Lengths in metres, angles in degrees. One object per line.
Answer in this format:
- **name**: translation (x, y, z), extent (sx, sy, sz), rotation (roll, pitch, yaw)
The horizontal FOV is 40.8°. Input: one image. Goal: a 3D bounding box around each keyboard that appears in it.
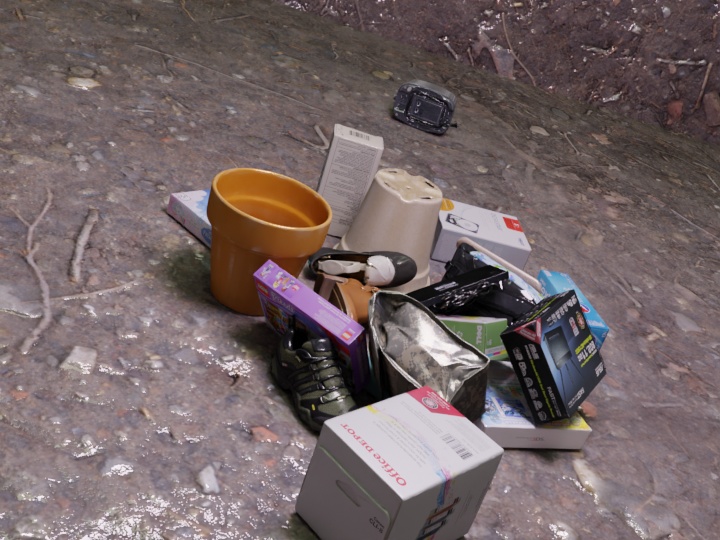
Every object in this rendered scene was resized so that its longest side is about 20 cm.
- **keyboard**: translation (0.147, 0.044, 1.570), extent (0.197, 0.040, 0.104), rotation (-19, 15, -12)

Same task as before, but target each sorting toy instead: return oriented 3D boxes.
- **sorting toy**: translation (0.266, 0.028, 1.798), extent (0.184, 0.037, 0.200), rotation (33, -9, 26)

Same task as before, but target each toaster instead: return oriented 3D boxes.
- **toaster**: translation (0.190, -0.457, 2.684), extent (0.197, 0.115, 0.129), rotation (20, 24, 5)

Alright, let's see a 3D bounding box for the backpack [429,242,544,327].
- **backpack**: translation (0.236, 0.069, 1.660), extent (0.153, 0.165, 0.199), rotation (24, 2, -44)

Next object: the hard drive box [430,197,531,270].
- **hard drive box**: translation (0.239, -0.069, 2.023), extent (0.197, 0.078, 0.157), rotation (13, 27, -13)

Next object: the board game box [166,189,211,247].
- **board game box**: translation (-0.219, -0.089, 1.784), extent (0.198, 0.044, 0.199), rotation (36, 31, 31)

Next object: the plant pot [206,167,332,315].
- **plant pot**: translation (-0.164, -0.038, 1.566), extent (0.197, 0.185, 0.201), rotation (16, 26, -8)

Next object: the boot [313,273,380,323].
- **boot**: translation (0.013, 0.065, 1.603), extent (0.153, 0.075, 0.200), rotation (16, 19, -19)

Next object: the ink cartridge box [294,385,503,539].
- **ink cartridge box**: translation (0.046, 0.259, 1.190), extent (0.198, 0.146, 0.145), rotation (-10, 39, -45)

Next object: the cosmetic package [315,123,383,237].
- **cosmetic package**: translation (-0.030, -0.171, 1.892), extent (0.104, 0.202, 0.071), rotation (16, 25, -7)

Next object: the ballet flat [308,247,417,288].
- **ballet flat**: translation (0.000, 0.000, 1.711), extent (0.197, 0.069, 0.068), rotation (3, 12, 11)

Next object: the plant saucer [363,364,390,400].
- **plant saucer**: translation (0.015, 0.159, 1.505), extent (0.199, 0.019, 0.070), rotation (34, 30, 25)

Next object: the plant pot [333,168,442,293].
- **plant pot**: translation (0.064, -0.080, 1.803), extent (0.198, 0.186, 0.201), rotation (15, 26, -8)

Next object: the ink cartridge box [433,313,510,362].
- **ink cartridge box**: translation (0.175, 0.106, 1.557), extent (0.197, 0.060, 0.103), rotation (4, 2, 29)

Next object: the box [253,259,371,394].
- **box**: translation (-0.071, 0.085, 1.453), extent (0.199, 0.138, 0.039), rotation (35, 63, 27)

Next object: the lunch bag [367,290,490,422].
- **lunch bag**: translation (0.079, 0.137, 1.385), extent (0.117, 0.165, 0.199), rotation (-40, 63, -20)

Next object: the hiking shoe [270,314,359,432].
- **hiking shoe**: translation (-0.061, 0.150, 1.369), extent (0.075, 0.102, 0.200), rotation (-15, 40, -38)

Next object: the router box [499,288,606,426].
- **router box**: translation (0.305, 0.131, 1.508), extent (0.199, 0.062, 0.152), rotation (-27, 96, -55)

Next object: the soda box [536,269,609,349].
- **soda box**: translation (0.397, 0.080, 1.854), extent (0.063, 0.069, 0.201), rotation (9, 28, -19)

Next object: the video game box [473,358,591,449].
- **video game box**: translation (0.238, 0.207, 1.532), extent (0.197, 0.047, 0.183), rotation (6, 27, -24)
